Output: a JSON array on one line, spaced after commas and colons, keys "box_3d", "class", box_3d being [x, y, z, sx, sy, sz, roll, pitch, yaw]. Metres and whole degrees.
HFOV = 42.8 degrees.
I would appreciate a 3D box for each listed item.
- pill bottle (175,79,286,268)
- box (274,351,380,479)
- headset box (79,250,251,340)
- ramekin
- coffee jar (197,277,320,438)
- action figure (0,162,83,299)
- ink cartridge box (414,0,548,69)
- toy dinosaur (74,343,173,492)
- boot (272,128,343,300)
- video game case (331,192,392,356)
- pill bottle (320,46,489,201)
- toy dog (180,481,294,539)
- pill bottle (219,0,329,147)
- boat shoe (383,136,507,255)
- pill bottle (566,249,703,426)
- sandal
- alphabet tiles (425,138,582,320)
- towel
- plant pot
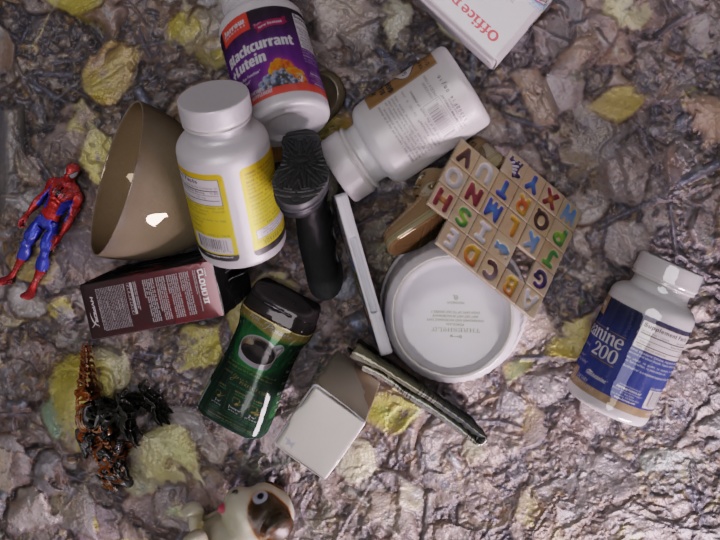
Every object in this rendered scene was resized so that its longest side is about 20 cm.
[{"box_3d": [-0.153, -0.112, 1.071, 0.110, 0.112, 0.202, -1, 127, 7], "class": "pill bottle"}, {"box_3d": [-0.038, 0.178, 1.166, 0.077, 0.200, 0.095, 35, 100, 1], "class": "box"}, {"box_3d": [-0.239, 0.023, 1.198, 0.198, 0.149, 0.076, -10, 99, 9], "class": "headset box"}, {"box_3d": [0.119, 0.051, 1.184, 0.200, 0.094, 0.205, 1, 97, 7], "class": "ramekin"}, {"box_3d": [-0.133, 0.115, 1.229, 0.104, 0.085, 0.202, 27, 101, 5], "class": "coffee jar"}, {"box_3d": [-0.435, -0.058, 1.266, 0.065, 0.052, 0.201, 30, 98, 6], "class": "action figure"}, {"box_3d": [0.172, -0.368, 1.097, 0.147, 0.146, 0.200, 41, 100, 0], "class": "ink cartridge box"}, {"box_3d": [-0.351, 0.207, 1.269, 0.134, 0.102, 0.201, -13, 118, 25], "class": "toy dinosaur"}, {"box_3d": [-0.061, -0.045, 1.123, 0.065, 0.166, 0.202, -1, 127, 4], "class": "boot"}, {"box_3d": [0.000, 0.000, 1.168, 0.018, 0.143, 0.202, -16, 95, -2], "class": "video game case"}, {"box_3d": [0.052, -0.178, 1.153, 0.199, 0.114, 0.115, -33, 92, 10], "class": "pill bottle"}, {"box_3d": [-0.163, 0.383, 1.244, 0.192, 0.140, 0.201, 25, 100, -10], "class": "toy dog"}, {"box_3d": [-0.114, -0.267, 1.145, 0.110, 0.111, 0.202, -19, 72, 9], "class": "pill bottle"}, {"box_3d": [0.098, -0.095, 1.161, 0.199, 0.071, 0.065, -37, 71, -19], "class": "boat shoe"}, {"box_3d": [0.348, 0.082, 1.151, 0.110, 0.111, 0.202, 23, 99, 4], "class": "pill bottle"}, {"box_3d": [-0.097, -0.179, 1.202, 0.080, 0.054, 0.200, 42, 100, 0], "class": "sandal"}, {"box_3d": [0.175, -0.064, 1.133, 0.199, 0.008, 0.168, 37, 68, -18], "class": "alphabet tiles"}, {"box_3d": [0.065, 0.154, 1.157, 0.199, 0.193, 0.035, 35, 89, 2], "class": "towel"}, {"box_3d": [-0.251, -0.101, 1.180, 0.133, 0.200, 0.202, 15, 101, -27], "class": "plant pot"}]
